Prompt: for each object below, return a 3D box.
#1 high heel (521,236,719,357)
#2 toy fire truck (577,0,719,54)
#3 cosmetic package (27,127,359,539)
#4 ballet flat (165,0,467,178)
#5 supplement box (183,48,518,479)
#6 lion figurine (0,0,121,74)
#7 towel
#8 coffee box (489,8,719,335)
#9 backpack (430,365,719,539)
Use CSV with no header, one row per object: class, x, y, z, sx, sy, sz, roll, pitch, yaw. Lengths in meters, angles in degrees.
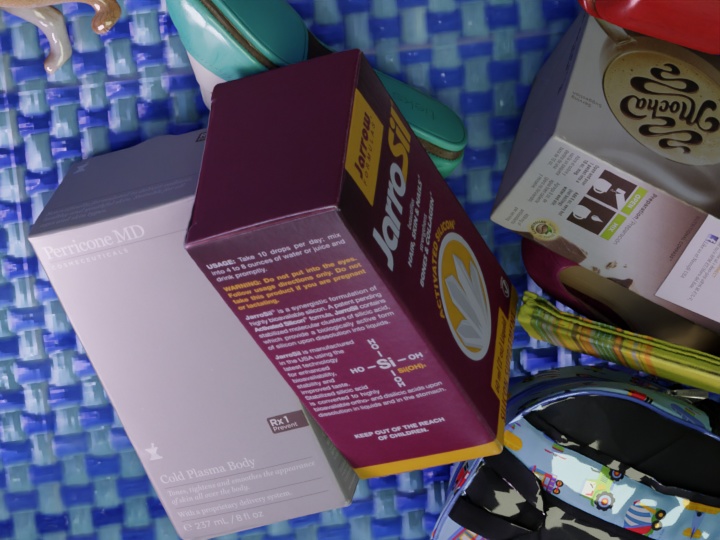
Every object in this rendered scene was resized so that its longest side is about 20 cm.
high heel,0.164,0.029,1.412,0.200,0.096,0.067,31,112,-19
toy fire truck,0.188,-0.171,1.187,0.129,0.200,0.176,15,111,-18
cosmetic package,-0.079,0.032,1.364,0.107,0.090,0.200,-15,119,23
ballet flat,-0.039,-0.094,1.345,0.200,0.067,0.070,33,120,-19
supplement box,0.000,0.000,1.317,0.086,0.110,0.200,-13,136,23
lion figurine,-0.216,-0.118,1.307,0.122,0.072,0.200,45,85,-13
towel,0.181,0.051,1.374,0.200,0.086,0.018,17,85,11
coffee box,0.181,-0.041,1.348,0.200,0.113,0.080,27,139,-7
backpack,0.132,0.137,1.433,0.200,0.135,0.183,26,106,-20
